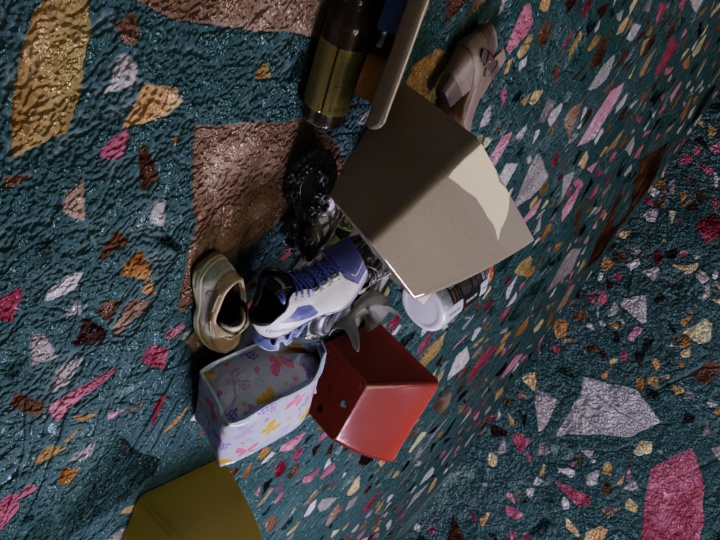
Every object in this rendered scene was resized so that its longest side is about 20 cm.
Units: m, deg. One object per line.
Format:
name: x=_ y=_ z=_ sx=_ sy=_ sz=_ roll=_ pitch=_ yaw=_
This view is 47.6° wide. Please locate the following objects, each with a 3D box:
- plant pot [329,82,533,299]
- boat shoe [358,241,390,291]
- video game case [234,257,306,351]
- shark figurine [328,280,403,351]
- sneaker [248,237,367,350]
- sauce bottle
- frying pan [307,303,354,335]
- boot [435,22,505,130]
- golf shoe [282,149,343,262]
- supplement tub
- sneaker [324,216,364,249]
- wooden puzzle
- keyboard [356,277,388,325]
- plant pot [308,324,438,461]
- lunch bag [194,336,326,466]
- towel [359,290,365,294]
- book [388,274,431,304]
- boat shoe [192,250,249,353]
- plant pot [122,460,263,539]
plant pot: x=0.078 y=-0.089 z=1.086 sx=0.176 sy=0.200 sz=0.200 roll=-40 pitch=131 yaw=1
boat shoe: x=0.000 y=0.000 z=1.272 sx=0.197 sy=0.071 sz=0.066 roll=-27 pitch=-160 yaw=9
video game case: x=-0.117 y=0.068 z=1.353 sx=0.201 sy=0.018 sz=0.143 roll=-52 pitch=155 yaw=-3
shark figurine: x=0.030 y=0.075 z=1.470 sx=0.130 sy=0.088 sz=0.214 roll=-62 pitch=166 yaw=10
sneaker: x=-0.080 y=0.027 z=1.145 sx=0.198 sy=0.081 sz=0.115 roll=-39 pitch=158 yaw=-7
sauce bottle: x=-0.021 y=-0.278 z=1.014 sx=0.064 sy=0.064 sz=0.203 roll=-23 pitch=143 yaw=-47
frying pan: x=-0.044 y=0.084 z=1.477 sx=0.115 sy=0.031 sz=0.191 roll=-50 pitch=159 yaw=-11
boot: x=0.187 y=-0.304 z=1.356 sx=0.147 sy=0.070 sz=0.201 roll=-50 pitch=156 yaw=-13
golf shoe: x=-0.060 y=-0.106 z=1.175 sx=0.094 sy=0.077 sz=0.202 roll=-45 pitch=163 yaw=-38
supplement tub: x=0.190 y=0.031 z=1.735 sx=0.199 sy=0.122 sz=0.124 roll=-32 pitch=149 yaw=-37
sneaker: x=-0.001 y=-0.094 z=1.294 sx=0.200 sy=0.077 sz=0.075 roll=-48 pitch=168 yaw=35
wooden puzzle: x=0.035 y=-0.287 z=1.026 sx=0.201 sy=0.045 sz=0.188 roll=-92 pitch=-159 yaw=-69
keyboard: x=0.036 y=0.028 z=1.567 sx=0.202 sy=0.011 sz=0.056 roll=-58 pitch=159 yaw=-2
plant pot: x=-0.005 y=0.233 z=1.588 sx=0.175 sy=0.200 sz=0.202 roll=12 pitch=114 yaw=-50
lunch bag: x=-0.152 y=0.191 z=1.282 sx=0.197 sy=0.128 sz=0.171 roll=-21 pitch=154 yaw=-25
towel: x=0.035 y=-0.067 z=1.360 sx=0.202 sy=0.022 sz=0.144 roll=-61 pitch=-168 yaw=19
book: x=0.087 y=-0.041 z=1.376 sx=0.048 sy=0.200 sz=0.135 roll=33 pitch=94 yaw=-33
boat shoe: x=-0.192 y=0.062 z=1.149 sx=0.074 sy=0.066 sz=0.202 roll=-40 pitch=153 yaw=-26
plant pot: x=-0.283 y=0.486 z=1.410 sx=0.198 sy=0.175 sz=0.203 roll=-12 pitch=134 yaw=-55
